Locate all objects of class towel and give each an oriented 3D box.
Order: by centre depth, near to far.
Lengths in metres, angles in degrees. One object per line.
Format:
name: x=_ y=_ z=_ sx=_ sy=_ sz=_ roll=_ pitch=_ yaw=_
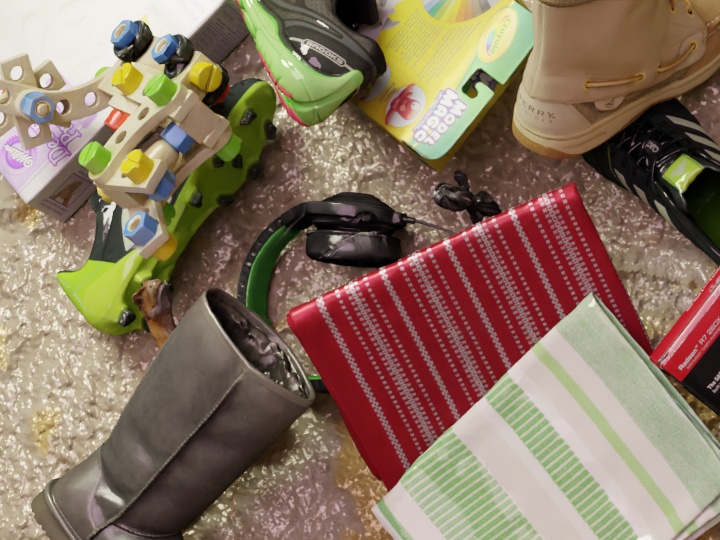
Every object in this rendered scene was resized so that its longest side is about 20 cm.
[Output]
towel: x=0.117 y=0.137 z=1.205 sx=0.200 sy=0.023 sz=0.153 roll=-45 pitch=74 yaw=18
towel: x=0.070 y=0.044 z=1.226 sx=0.199 sy=0.023 sz=0.145 roll=-24 pitch=114 yaw=11

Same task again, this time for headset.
headset: x=0.000 y=0.000 z=1.268 sx=0.199 sy=0.094 sz=0.124 roll=-28 pitch=71 yaw=24

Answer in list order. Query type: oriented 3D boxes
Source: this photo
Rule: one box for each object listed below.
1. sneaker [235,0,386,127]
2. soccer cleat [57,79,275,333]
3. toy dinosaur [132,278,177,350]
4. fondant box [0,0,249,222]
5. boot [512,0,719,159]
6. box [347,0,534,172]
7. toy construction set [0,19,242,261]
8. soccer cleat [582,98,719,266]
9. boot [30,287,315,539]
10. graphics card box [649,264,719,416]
sneaker: x=-0.033 y=-0.169 z=1.275 sx=0.083 sy=0.077 sz=0.201 roll=-24 pitch=48 yaw=0
soccer cleat: x=-0.132 y=-0.052 z=1.335 sx=0.081 sy=0.067 sz=0.201 roll=36 pitch=93 yaw=28
toy dinosaur: x=-0.109 y=0.101 z=1.309 sx=0.106 sy=0.060 sz=0.201 roll=2 pitch=100 yaw=21
fondant box: x=-0.193 y=-0.157 z=1.390 sx=0.200 sy=0.058 sz=0.144 roll=-45 pitch=68 yaw=6
boot: x=0.168 y=-0.175 z=1.184 sx=0.200 sy=0.156 sz=0.073 roll=-35 pitch=54 yaw=-26
box: x=0.035 y=-0.147 z=1.275 sx=0.118 sy=0.048 sz=0.200 roll=-51 pitch=42 yaw=3
toy construction set: x=-0.153 y=-0.094 z=1.271 sx=0.200 sy=0.092 sz=0.131 roll=29 pitch=82 yaw=41
soccer cleat: x=0.194 y=-0.064 z=1.221 sx=0.068 sy=0.081 sz=0.200 roll=-47 pitch=68 yaw=4
boot: x=-0.096 y=0.138 z=1.249 sx=0.200 sy=0.073 sz=0.182 roll=-43 pitch=88 yaw=16
graphics card box: x=0.280 y=0.064 z=1.139 sx=0.200 sy=0.051 sz=0.126 roll=37 pitch=92 yaw=-2
